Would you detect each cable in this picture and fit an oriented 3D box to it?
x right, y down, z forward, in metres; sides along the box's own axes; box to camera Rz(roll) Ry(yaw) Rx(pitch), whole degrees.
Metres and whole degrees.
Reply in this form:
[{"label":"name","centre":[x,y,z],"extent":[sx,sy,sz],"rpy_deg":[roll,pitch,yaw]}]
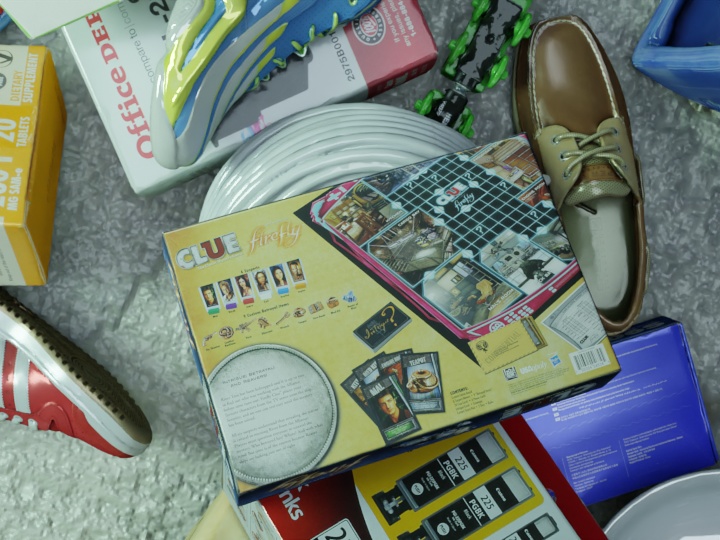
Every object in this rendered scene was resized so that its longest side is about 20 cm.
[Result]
[{"label":"cable","centre":[0.000,0.000,0.736],"extent":[0.198,0.070,0.201],"rpy_deg":[24,116,-21]}]

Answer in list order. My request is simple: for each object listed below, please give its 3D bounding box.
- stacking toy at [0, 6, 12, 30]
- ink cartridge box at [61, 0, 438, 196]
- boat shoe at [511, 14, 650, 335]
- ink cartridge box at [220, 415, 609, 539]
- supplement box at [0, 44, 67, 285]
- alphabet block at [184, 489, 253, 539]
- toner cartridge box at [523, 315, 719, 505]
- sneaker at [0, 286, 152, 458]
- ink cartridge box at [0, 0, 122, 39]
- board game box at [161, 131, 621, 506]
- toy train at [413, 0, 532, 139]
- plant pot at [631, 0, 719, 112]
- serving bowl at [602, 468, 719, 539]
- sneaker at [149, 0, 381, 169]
[{"label":"stacking toy","centre":[-0.254,-0.187,0.679],"extent":[0.110,0.200,0.116],"rpy_deg":[-41,95,1]},{"label":"ink cartridge box","centre":[-0.072,-0.150,0.749],"extent":[0.198,0.083,0.147],"rpy_deg":[-25,95,-1]},{"label":"boat shoe","centre":[0.144,-0.058,0.769],"extent":[0.075,0.074,0.203],"rpy_deg":[-13,95,-2]},{"label":"ink cartridge box","centre":[0.048,0.137,0.641],"extent":[0.174,0.084,0.201],"rpy_deg":[-27,66,-19]},{"label":"supplement box","centre":[-0.280,-0.063,0.724],"extent":[0.197,0.074,0.128],"rpy_deg":[0,61,-3]},{"label":"alphabet block","centre":[-0.070,0.278,0.685],"extent":[0.195,0.200,0.197],"rpy_deg":[37,125,-4]},{"label":"toner cartridge box","centre":[0.119,0.104,0.795],"extent":[0.197,0.043,0.096],"rpy_deg":[-17,94,-2]},{"label":"sneaker","centre":[-0.231,0.078,0.763],"extent":[0.199,0.071,0.113],"rpy_deg":[37,88,3]},{"label":"ink cartridge box","centre":[-0.136,-0.234,0.676],"extent":[0.116,0.202,0.067],"rpy_deg":[-17,138,23]},{"label":"board game box","centre":[0.014,0.020,0.622],"extent":[0.197,0.035,0.137],"rpy_deg":[-15,73,-12]},{"label":"toy train","centre":[0.075,-0.138,0.769],"extent":[0.041,0.056,0.202],"rpy_deg":[29,94,-5]},{"label":"plant pot","centre":[0.304,-0.159,0.714],"extent":[0.178,0.200,0.202],"rpy_deg":[29,92,-11]},{"label":"serving bowl","centre":[0.223,0.223,0.740],"extent":[0.197,0.066,0.203],"rpy_deg":[-2,76,10]},{"label":"sneaker","centre":[-0.043,-0.140,0.671],"extent":[0.104,0.076,0.202],"rpy_deg":[19,91,-4]}]
